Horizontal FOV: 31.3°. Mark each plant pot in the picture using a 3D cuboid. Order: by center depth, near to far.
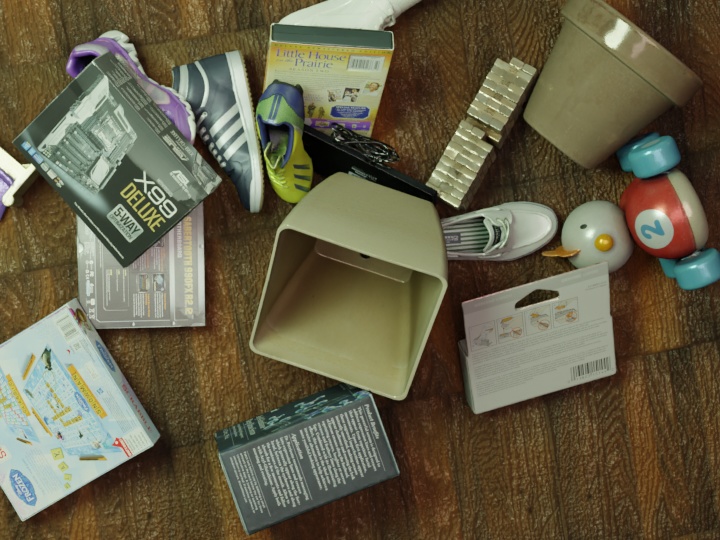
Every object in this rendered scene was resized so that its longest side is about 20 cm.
[{"bbox_3d":[0.000,0.000,1.541,0.198,0.178,0.201,18,130,1],"label":"plant pot"},{"bbox_3d":[0.299,-0.227,1.611,0.199,0.200,0.175,36,103,-8],"label":"plant pot"}]

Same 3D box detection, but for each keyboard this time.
[{"bbox_3d":[0.010,-0.135,1.608,0.198,0.104,0.040,26,60,-5],"label":"keyboard"}]

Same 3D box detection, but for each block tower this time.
[{"bbox_3d":[0.155,-0.173,1.639,0.054,0.058,0.201,30,86,15],"label":"block tower"}]

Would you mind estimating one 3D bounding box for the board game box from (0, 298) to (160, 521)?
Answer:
[{"bbox_3d":[-0.378,0.170,1.563,0.198,0.041,0.201,-29,96,9],"label":"board game box"}]

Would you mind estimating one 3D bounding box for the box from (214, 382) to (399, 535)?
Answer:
[{"bbox_3d":[-0.069,0.225,1.581,0.198,0.148,0.108,-20,95,-7],"label":"box"}]

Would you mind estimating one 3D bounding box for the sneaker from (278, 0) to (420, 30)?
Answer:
[{"bbox_3d":[0.007,-0.288,1.597,0.198,0.074,0.117,-23,73,2],"label":"sneaker"}]

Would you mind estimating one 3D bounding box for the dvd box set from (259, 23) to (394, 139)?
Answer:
[{"bbox_3d":[-0.046,-0.220,1.549,0.144,0.201,0.030,2,62,-7],"label":"dvd box set"}]

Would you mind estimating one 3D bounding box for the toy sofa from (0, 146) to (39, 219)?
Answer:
[{"bbox_3d":[-0.482,-0.152,1.540,0.200,0.083,0.098,42,86,-7],"label":"toy sofa"}]

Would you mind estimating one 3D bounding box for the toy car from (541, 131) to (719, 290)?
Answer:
[{"bbox_3d":[0.327,-0.049,1.629,0.198,0.177,0.186,-24,98,6],"label":"toy car"}]

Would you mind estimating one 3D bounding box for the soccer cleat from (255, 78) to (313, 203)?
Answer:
[{"bbox_3d":[-0.097,-0.140,1.550,0.064,0.201,0.084,12,55,10],"label":"soccer cleat"}]

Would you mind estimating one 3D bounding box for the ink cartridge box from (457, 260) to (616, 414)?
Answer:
[{"bbox_3d":[0.223,0.078,1.635,0.198,0.045,0.178,-15,121,-8],"label":"ink cartridge box"}]

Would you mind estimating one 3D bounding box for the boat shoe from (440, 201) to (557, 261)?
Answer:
[{"bbox_3d":[0.164,-0.042,1.646,0.198,0.067,0.074,-13,94,-8],"label":"boat shoe"}]

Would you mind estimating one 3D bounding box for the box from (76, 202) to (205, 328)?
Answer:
[{"bbox_3d":[-0.271,-0.030,1.592,0.156,0.048,0.203,-2,93,-9],"label":"box"}]

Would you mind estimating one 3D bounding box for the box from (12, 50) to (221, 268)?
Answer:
[{"bbox_3d":[-0.283,-0.127,1.498,0.157,0.050,0.200,-36,100,27],"label":"box"}]

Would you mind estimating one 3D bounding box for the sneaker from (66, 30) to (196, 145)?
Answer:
[{"bbox_3d":[-0.279,-0.204,1.529,0.200,0.088,0.081,47,120,17],"label":"sneaker"}]

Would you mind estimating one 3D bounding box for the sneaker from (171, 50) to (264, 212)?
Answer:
[{"bbox_3d":[-0.182,-0.165,1.590,0.107,0.070,0.202,-10,89,-10],"label":"sneaker"}]
